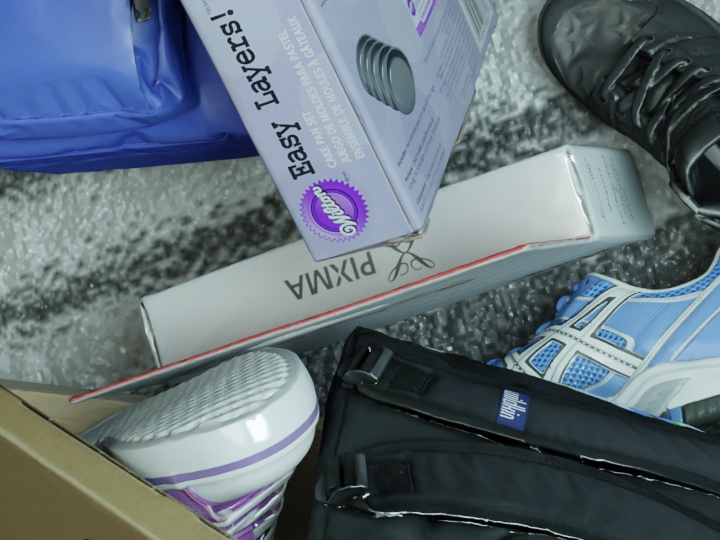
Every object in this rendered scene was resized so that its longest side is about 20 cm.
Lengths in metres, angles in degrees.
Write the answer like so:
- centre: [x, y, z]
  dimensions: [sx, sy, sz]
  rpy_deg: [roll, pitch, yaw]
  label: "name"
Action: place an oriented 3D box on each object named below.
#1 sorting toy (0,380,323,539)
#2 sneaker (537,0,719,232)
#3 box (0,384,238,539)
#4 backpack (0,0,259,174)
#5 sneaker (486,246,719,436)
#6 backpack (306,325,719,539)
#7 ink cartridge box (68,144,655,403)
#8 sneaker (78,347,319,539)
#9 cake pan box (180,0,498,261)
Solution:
- centre: [-0.092, 0.149, 0.944]
  dimensions: [0.199, 0.070, 0.200]
  rpy_deg: [5, 100, 22]
  label: "sorting toy"
- centre: [0.141, -0.054, 0.833]
  dimensions: [0.199, 0.104, 0.060]
  rpy_deg: [37, 105, 17]
  label: "sneaker"
- centre: [-0.079, 0.131, 0.789]
  dimensions: [0.200, 0.021, 0.164]
  rpy_deg: [24, 140, 49]
  label: "box"
- centre: [-0.097, -0.148, 0.896]
  dimensions: [0.161, 0.168, 0.202]
  rpy_deg: [-3, 89, 15]
  label: "backpack"
- centre: [0.093, 0.049, 0.885]
  dimensions: [0.199, 0.076, 0.078]
  rpy_deg: [-17, 64, 22]
  label: "sneaker"
- centre: [0.082, 0.116, 0.772]
  dimensions: [0.198, 0.164, 0.155]
  rpy_deg: [2, 122, 2]
  label: "backpack"
- centre: [0.000, 0.000, 0.855]
  dimensions: [0.199, 0.173, 0.044]
  rpy_deg: [-19, 84, 22]
  label: "ink cartridge box"
- centre: [-0.047, 0.097, 0.801]
  dimensions: [0.115, 0.072, 0.200]
  rpy_deg: [60, 155, -2]
  label: "sneaker"
- centre: [-0.014, -0.131, 0.818]
  dimensions: [0.052, 0.200, 0.185]
  rpy_deg: [-15, 118, 22]
  label: "cake pan box"
